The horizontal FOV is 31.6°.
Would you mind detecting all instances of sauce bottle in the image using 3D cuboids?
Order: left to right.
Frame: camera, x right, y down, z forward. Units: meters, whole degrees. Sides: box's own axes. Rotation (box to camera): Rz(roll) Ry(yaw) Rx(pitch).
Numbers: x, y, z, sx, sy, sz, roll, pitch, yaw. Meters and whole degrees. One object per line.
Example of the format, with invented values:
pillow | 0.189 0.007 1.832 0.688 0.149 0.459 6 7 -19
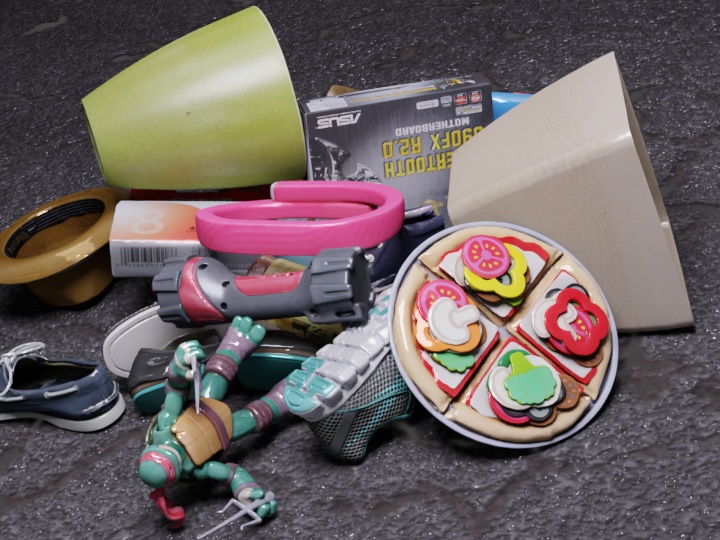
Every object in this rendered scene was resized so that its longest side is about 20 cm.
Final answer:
sauce bottle | -0.012 0.043 1.161 0.200 0.066 0.066 19 39 22

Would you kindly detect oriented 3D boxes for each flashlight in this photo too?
flashlight | -0.084 0.012 1.112 0.200 0.068 0.068 -8 35 28

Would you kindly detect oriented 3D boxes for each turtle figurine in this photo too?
turtle figurine | -0.121 0.124 1.027 0.101 0.150 0.200 -16 17 31

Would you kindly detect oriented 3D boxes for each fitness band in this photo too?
fitness band | -0.056 -0.050 1.184 0.200 0.038 0.144 1 17 20

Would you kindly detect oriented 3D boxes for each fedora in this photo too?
fedora | -0.321 -0.017 1.399 0.200 0.082 0.201 -18 26 9

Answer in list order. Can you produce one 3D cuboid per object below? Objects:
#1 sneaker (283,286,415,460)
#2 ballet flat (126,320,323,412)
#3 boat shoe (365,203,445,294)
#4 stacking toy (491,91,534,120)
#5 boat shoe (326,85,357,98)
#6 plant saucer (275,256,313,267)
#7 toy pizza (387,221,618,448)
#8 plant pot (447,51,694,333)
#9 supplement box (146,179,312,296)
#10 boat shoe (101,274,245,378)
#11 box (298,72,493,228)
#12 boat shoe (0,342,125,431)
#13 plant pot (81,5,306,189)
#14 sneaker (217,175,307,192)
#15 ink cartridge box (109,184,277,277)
sneaker | 0.024 0.082 1.078 0.200 0.091 0.078 -39 28 -26
ballet flat | -0.118 0.077 1.158 0.199 0.068 0.069 -9 54 6
boat shoe | 0.000 0.000 1.238 0.200 0.093 0.075 -19 29 -14
stacking toy | 0.172 -0.164 1.483 0.116 0.110 0.200 2 16 -5
boat shoe | 0.001 -0.135 1.511 0.074 0.069 0.200 9 40 -30
plant saucer | -0.106 0.007 1.350 0.200 0.019 0.070 -21 30 -15
toy pizza | 0.121 0.046 1.040 0.200 0.032 0.201 6 64 -12
plant pot | 0.186 -0.053 1.179 0.177 0.200 0.200 -18 26 16
supplement box | -0.144 -0.040 1.399 0.200 0.069 0.067 -16 31 -14
boat shoe | -0.167 0.046 1.243 0.200 0.074 0.060 -25 30 -28
box | 0.041 -0.113 1.342 0.199 0.159 0.048 -9 25 -9
boat shoe | -0.313 0.106 1.200 0.200 0.062 0.075 7 35 32
plant pot | -0.180 -0.158 1.325 0.200 0.188 0.187 -18 28 -12
sneaker | -0.094 -0.110 1.466 0.200 0.076 0.114 -21 21 52
ink cartridge box | -0.167 -0.065 1.316 0.162 0.050 0.200 0 36 -3
